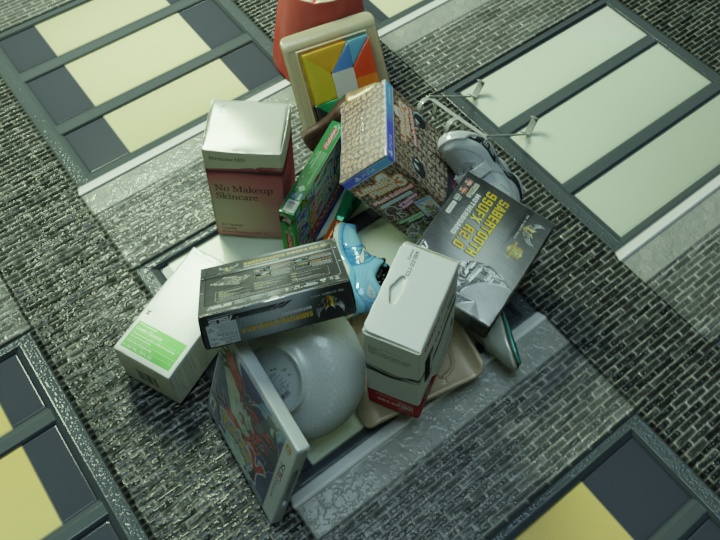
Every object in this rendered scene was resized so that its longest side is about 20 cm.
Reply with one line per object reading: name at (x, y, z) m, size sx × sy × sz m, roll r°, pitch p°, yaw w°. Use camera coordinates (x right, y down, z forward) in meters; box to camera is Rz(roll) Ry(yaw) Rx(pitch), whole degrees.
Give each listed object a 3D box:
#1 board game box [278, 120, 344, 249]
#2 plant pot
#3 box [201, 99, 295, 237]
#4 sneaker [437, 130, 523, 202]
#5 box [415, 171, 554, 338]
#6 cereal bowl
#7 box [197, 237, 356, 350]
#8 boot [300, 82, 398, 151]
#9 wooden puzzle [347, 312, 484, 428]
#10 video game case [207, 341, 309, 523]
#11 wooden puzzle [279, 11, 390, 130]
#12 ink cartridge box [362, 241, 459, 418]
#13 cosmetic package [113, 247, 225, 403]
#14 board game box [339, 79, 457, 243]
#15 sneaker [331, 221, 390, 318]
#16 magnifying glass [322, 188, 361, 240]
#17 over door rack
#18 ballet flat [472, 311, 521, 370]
board game box at (-0.072, -0.124, 1.322) m, size 0.029 × 0.136 × 0.202 m, roll 18°, pitch 58°, yaw 14°
plant pot at (-0.074, -0.475, 1.532) m, size 0.195 × 0.179 × 0.204 m, roll 1°, pitch 55°, yaw -1°
box at (-0.173, -0.158, 1.304) m, size 0.125 × 0.202 × 0.111 m, roll 3°, pitch 54°, yaw 2°
sneaker at (0.197, -0.133, 1.313) m, size 0.074 × 0.199 × 0.117 m, roll -26°, pitch 43°, yaw 36°
box at (0.171, -0.026, 1.209) m, size 0.157 × 0.049 × 0.201 m, roll 33°, pitch 68°, yaw 14°
cereal bowl at (-0.096, 0.137, 1.105) m, size 0.198 × 0.203 × 0.083 m, roll 32°, pitch 20°, yaw 20°
box at (-0.113, 0.026, 1.072) m, size 0.195 × 0.049 × 0.159 m, roll -14°, pitch 23°, yaw -5°
boot at (0.004, -0.248, 1.429) m, size 0.164 × 0.199 × 0.074 m, roll -30°, pitch 65°, yaw 22°
wooden puzzle at (0.058, 0.121, 1.217) m, size 0.197 × 0.047 × 0.187 m, roll -24°, pitch 59°, yaw -11°
video game case at (-0.141, 0.204, 1.074) m, size 0.023 × 0.184 × 0.201 m, roll -16°, pitch 55°, yaw -32°
wooden puzzle at (-0.033, -0.338, 1.454) m, size 0.182 × 0.204 × 0.037 m, roll -22°, pitch 16°, yaw -15°
ink cartridge box at (0.068, 0.083, 1.093) m, size 0.082 × 0.202 × 0.146 m, roll 18°, pitch 61°, yaw 15°
cosmetic package at (-0.258, 0.079, 1.214) m, size 0.106 × 0.086 × 0.202 m, roll 22°, pitch 59°, yaw 17°
board game box at (0.066, -0.171, 1.310) m, size 0.096 × 0.199 × 0.162 m, roll -26°, pitch 48°, yaw 32°
sneaker at (0.000, 0.000, 1.264) m, size 0.088 × 0.080 × 0.202 m, roll -2°, pitch 41°, yaw -7°
magnifying glass at (-0.028, -0.096, 1.349) m, size 0.022 × 0.080 × 0.203 m, roll 21°, pitch 69°, yaw 11°
over door rack at (0.206, -0.263, 1.453) m, size 0.147 × 0.067 × 0.198 m, roll 40°, pitch 41°, yaw 22°
ballet flat at (0.195, 0.070, 1.246) m, size 0.068 × 0.070 × 0.203 m, roll -5°, pitch 53°, yaw -4°
